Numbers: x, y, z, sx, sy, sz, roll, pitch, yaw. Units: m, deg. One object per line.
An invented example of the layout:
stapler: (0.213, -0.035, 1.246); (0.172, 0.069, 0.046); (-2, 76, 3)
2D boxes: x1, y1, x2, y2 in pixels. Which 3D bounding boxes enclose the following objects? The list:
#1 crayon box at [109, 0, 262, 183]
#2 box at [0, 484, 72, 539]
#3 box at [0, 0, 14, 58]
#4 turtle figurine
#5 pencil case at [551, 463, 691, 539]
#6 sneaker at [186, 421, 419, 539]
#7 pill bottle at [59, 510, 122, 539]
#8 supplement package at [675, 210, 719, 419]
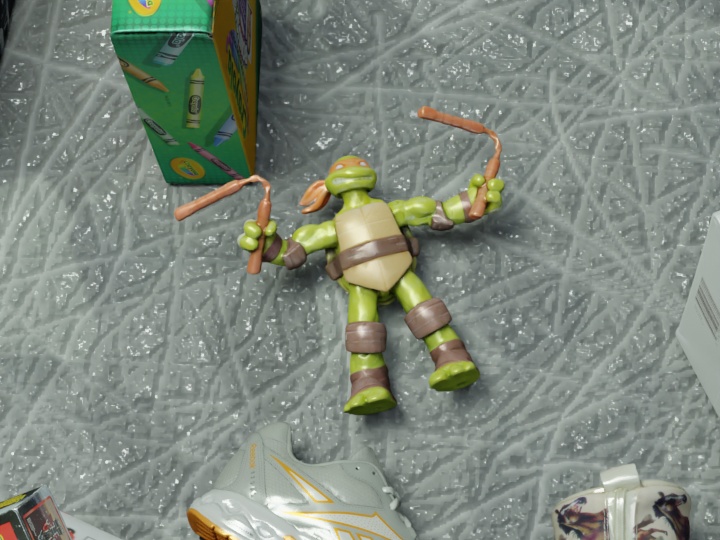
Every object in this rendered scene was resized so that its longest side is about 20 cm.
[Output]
crayon box: (-0.097, -0.143, 1.157); (0.058, 0.200, 0.120); (0, 69, 4)
box: (-0.179, 0.224, 1.010); (0.136, 0.040, 0.201); (-21, 96, 21)
box: (-0.278, -0.187, 1.193); (0.103, 0.182, 0.201); (7, 70, 5)
turtle figurine: (0.000, 0.000, 1.172); (0.199, 0.064, 0.162); (-13, 76, -11)
pencil case: (0.145, 0.211, 1.072); (0.077, 0.090, 0.201); (-1, 68, 0)
sneaker: (0.007, 0.149, 1.113); (0.199, 0.076, 0.092); (27, 68, 11)
pill bottle: (-0.110, 0.215, 1.069); (0.199, 0.113, 0.114); (22, 72, 11)
supplement package: (0.298, 0.024, 1.079); (0.199, 0.191, 0.148); (-23, 70, -7)
